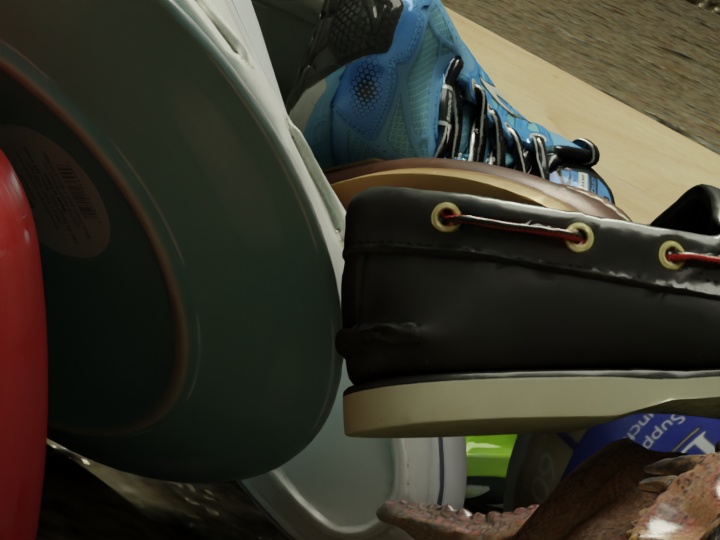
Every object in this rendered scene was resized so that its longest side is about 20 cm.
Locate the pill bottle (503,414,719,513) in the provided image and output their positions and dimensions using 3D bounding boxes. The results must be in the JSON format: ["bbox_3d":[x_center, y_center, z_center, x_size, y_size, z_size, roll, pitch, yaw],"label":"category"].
[{"bbox_3d":[0.128,0.093,0.773,0.115,0.116,0.200,17,13,-29],"label":"pill bottle"}]

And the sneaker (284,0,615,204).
[{"bbox_3d":[0.038,-0.039,0.909,0.089,0.079,0.200,15,-16,22],"label":"sneaker"}]

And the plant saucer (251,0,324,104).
[{"bbox_3d":[-0.061,-0.082,1.014,0.199,0.050,0.200,21,-2,1],"label":"plant saucer"}]

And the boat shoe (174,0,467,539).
[{"bbox_3d":[-0.033,-0.008,0.782,0.201,0.072,0.066,69,15,2],"label":"boat shoe"}]

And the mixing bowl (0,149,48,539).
[{"bbox_3d":[-0.150,-0.002,0.667,0.199,0.109,0.200,23,13,-6],"label":"mixing bowl"}]

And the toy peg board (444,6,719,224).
[{"bbox_3d":[0.019,-0.017,1.151,0.200,0.098,0.199,31,30,33],"label":"toy peg board"}]

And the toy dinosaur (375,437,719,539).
[{"bbox_3d":[0.069,0.076,0.685,0.085,0.136,0.200,19,12,-20],"label":"toy dinosaur"}]

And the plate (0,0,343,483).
[{"bbox_3d":[-0.092,-0.017,0.750,0.199,0.201,0.026,29,52,21],"label":"plate"}]

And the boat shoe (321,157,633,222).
[{"bbox_3d":[0.000,0.000,0.852,0.199,0.071,0.070,-1,14,34],"label":"boat shoe"}]

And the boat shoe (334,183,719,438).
[{"bbox_3d":[0.092,0.009,0.708,0.200,0.064,0.074,1,-9,-16],"label":"boat shoe"}]

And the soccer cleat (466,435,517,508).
[{"bbox_3d":[0.042,0.051,0.938,0.199,0.068,0.081,16,-19,5],"label":"soccer cleat"}]
